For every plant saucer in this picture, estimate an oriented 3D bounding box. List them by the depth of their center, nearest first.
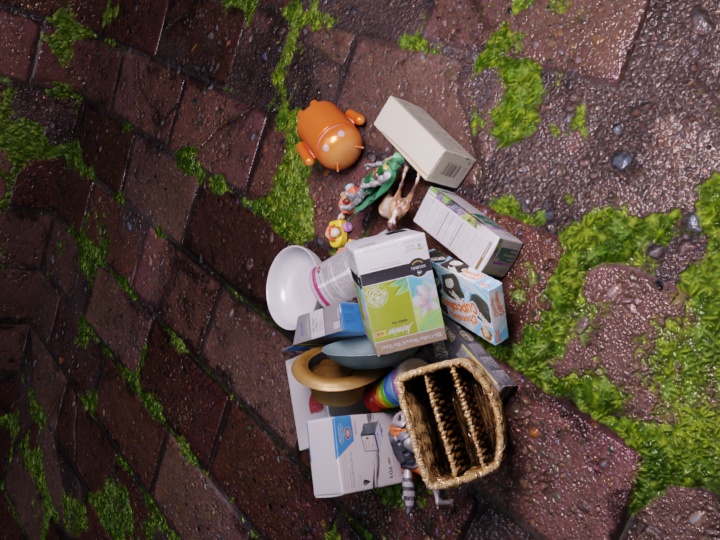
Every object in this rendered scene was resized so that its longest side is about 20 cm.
[{"bbox_3d":[0.026,0.160,1.355,0.201,0.201,0.039,0,96,46],"label":"plant saucer"}]

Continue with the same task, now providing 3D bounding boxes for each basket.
[{"bbox_3d":[0.165,0.252,1.181,0.143,0.149,0.200,-19,77,19],"label":"basket"}]

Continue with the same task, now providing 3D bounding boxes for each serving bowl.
[{"bbox_3d":[-0.140,0.043,1.667,0.200,0.066,0.201,-7,80,45],"label":"serving bowl"}]

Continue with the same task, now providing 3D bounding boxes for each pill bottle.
[{"bbox_3d":[0.000,0.000,1.476,0.200,0.113,0.114,-30,64,27],"label":"pill bottle"}]

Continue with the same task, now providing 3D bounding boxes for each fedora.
[{"bbox_3d":[-0.043,0.218,1.413,0.200,0.200,0.082,23,119,45],"label":"fedora"}]

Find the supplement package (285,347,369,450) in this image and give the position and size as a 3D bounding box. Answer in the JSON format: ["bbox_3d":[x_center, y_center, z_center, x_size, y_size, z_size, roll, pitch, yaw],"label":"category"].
[{"bbox_3d":[-0.070,0.279,1.528,0.121,0.120,0.200,-28,67,41],"label":"supplement package"}]

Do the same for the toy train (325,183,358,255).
[{"bbox_3d":[-0.024,-0.092,1.569,0.150,0.056,0.200,-42,57,35],"label":"toy train"}]

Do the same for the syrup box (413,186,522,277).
[{"bbox_3d":[0.200,-0.074,1.317,0.200,0.079,0.082,43,115,40],"label":"syrup box"}]

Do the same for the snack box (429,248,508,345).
[{"bbox_3d":[0.189,0.045,1.285,0.200,0.037,0.116,32,142,53],"label":"snack box"}]

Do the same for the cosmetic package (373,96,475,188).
[{"bbox_3d":[0.126,-0.257,1.397,0.073,0.103,0.200,-56,49,24],"label":"cosmetic package"}]

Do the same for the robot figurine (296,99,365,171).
[{"bbox_3d":[-0.068,-0.309,1.596,0.200,0.144,0.117,54,144,36],"label":"robot figurine"}]

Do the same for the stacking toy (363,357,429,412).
[{"bbox_3d":[0.063,0.237,1.369,0.200,0.085,0.086,-39,58,54],"label":"stacking toy"}]

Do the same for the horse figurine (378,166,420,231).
[{"bbox_3d":[0.072,-0.149,1.439,0.200,0.050,0.133,-140,69,-74],"label":"horse figurine"}]

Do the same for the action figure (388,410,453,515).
[{"bbox_3d":[0.112,0.356,1.328,0.200,0.104,0.194,-16,92,63],"label":"action figure"}]

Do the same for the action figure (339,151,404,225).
[{"bbox_3d":[0.029,-0.186,1.453,0.200,0.055,0.118,-37,30,46],"label":"action figure"}]

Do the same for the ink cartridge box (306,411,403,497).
[{"bbox_3d":[-0.003,0.361,1.392,0.086,0.200,0.147,-20,72,42],"label":"ink cartridge box"}]

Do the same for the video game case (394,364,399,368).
[{"bbox_3d":[0.036,0.107,1.511,0.200,0.017,0.143,25,104,44],"label":"video game case"}]

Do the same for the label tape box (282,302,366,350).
[{"bbox_3d":[-0.056,0.121,1.487,0.200,0.144,0.063,-21,71,43],"label":"label tape box"}]

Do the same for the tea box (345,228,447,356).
[{"bbox_3d":[0.061,0.034,1.296,0.200,0.133,0.197,-135,31,-83],"label":"tea box"}]

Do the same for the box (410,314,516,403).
[{"bbox_3d":[0.180,0.206,1.329,0.200,0.049,0.161,49,122,38],"label":"box"}]
